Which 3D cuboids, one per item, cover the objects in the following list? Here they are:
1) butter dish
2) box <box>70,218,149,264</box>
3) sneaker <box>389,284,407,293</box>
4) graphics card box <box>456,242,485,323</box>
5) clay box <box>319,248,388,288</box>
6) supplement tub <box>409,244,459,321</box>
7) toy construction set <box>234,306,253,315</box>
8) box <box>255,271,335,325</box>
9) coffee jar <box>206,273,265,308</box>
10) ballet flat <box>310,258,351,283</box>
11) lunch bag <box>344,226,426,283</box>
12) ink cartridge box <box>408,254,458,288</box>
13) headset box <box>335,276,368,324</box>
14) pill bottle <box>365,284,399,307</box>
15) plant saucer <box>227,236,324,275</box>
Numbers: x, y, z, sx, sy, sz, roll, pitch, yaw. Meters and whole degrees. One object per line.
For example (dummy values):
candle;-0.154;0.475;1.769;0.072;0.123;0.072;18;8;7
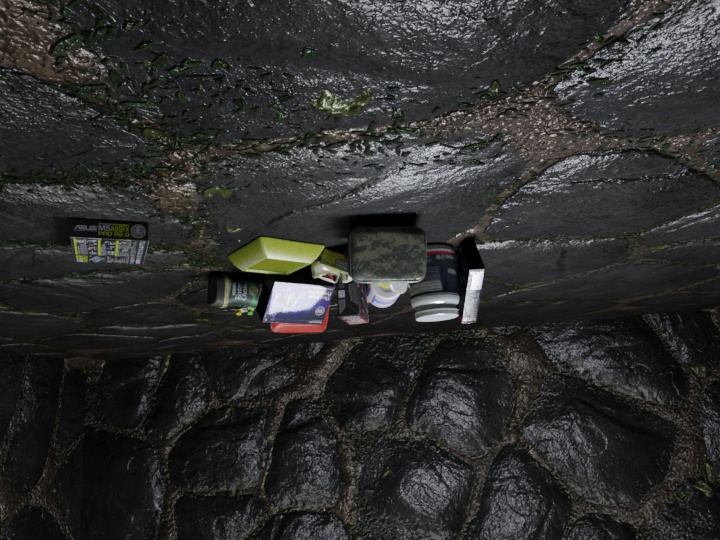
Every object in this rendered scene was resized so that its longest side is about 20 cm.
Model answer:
butter dish;-0.209;0.088;1.821;0.198;0.201;0.148;3;-169;-31
box;-0.578;-0.063;1.305;0.159;0.045;0.200;2;164;-24
sneaker;0.062;0.006;1.711;0.199;0.076;0.088;35;161;-37
graphics card box;0.308;0.036;1.618;0.050;0.126;0.201;-3;127;-2
clay box;0.000;0.000;1.559;0.199;0.048;0.115;21;178;27
supplement tub;0.209;0.037;1.621;0.139;0.202;0.140;-4;167;-1
toy construction set;-0.323;0.096;1.920;0.198;0.093;0.132;-7;144;-25
box;-0.192;0.081;1.678;0.198;0.079;0.142;5;119;-31
coffee jar;-0.375;0.066;1.757;0.198;0.105;0.085;4;176;-32
ballet flat;-0.064;0.007;1.701;0.199;0.070;0.069;6;163;-36
lunch bag;0.062;-0.040;1.396;0.198;0.141;0.168;-1;-175;-4
ink cartridge box;0.252;0.014;1.781;0.198;0.088;0.145;-9;165;10
headset box;-0.024;0.094;1.890;0.074;0.150;0.200;-6;165;9
pill bottle;0.076;0.059;1.857;0.111;0.113;0.200;-3;167;-5
plant saucer;-0.229;-0.031;1.534;0.198;0.048;0.199;7;163;-38
